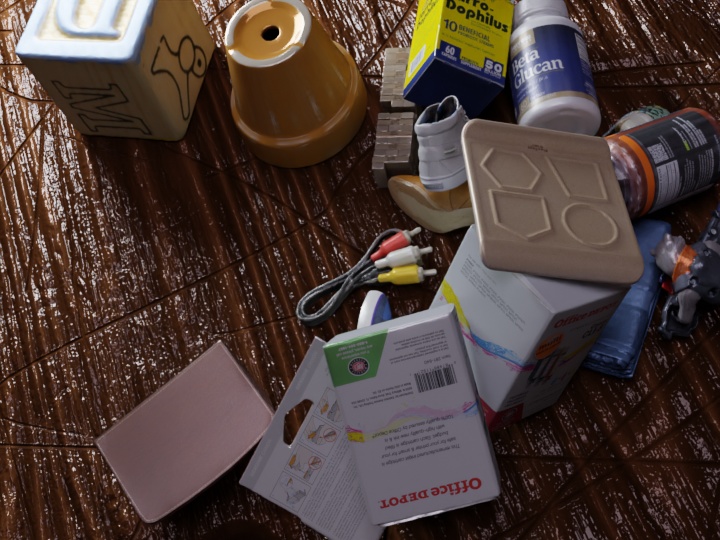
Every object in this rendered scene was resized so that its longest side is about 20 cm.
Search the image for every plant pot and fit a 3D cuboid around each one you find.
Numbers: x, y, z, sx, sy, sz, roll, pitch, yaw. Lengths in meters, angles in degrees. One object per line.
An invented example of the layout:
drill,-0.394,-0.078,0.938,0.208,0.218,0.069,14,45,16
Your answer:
plant pot,-0.105,-0.279,1.423,0.197,0.184,0.203,-6,63,11

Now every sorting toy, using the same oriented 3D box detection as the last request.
sorting toy,0.205,-0.073,1.108,0.182,0.037,0.202,6,52,-11

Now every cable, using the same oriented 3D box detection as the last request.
cable,0.000,0.000,1.332,0.198,0.050,0.098,-20,60,2

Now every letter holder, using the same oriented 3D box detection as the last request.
letter holder,-0.199,0.214,1.249,0.199,0.101,0.142,-39,63,-7

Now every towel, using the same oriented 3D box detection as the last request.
towel,0.309,0.026,1.243,0.110,0.049,0.202,16,70,21

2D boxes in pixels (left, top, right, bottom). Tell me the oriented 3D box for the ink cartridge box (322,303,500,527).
ink cartridge box,0.058,0.154,1.090,0.143,0.084,0.203,-15,92,9

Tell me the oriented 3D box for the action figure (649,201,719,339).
action figure,0.439,-0.004,1.187,0.191,0.105,0.202,21,75,5

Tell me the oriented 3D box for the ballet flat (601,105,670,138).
ballet flat,0.335,-0.156,1.317,0.200,0.074,0.074,-45,62,-10

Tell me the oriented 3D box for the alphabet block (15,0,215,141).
alphabet block,-0.356,-0.331,1.505,0.194,0.201,0.198,8,65,17

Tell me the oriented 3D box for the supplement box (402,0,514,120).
supplement box,0.140,-0.327,1.402,0.108,0.110,0.202,18,63,-16

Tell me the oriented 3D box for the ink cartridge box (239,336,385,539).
ink cartridge box,-0.018,0.202,1.170,0.175,0.045,0.202,29,97,6

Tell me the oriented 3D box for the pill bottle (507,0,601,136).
pill bottle,0.255,-0.271,1.370,0.109,0.111,0.203,-10,62,9

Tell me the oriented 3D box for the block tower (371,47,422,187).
block tower,0.056,-0.217,1.426,0.057,0.054,0.203,1,65,15

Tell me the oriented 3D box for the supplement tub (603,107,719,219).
supplement tub,0.349,-0.125,1.242,0.198,0.108,0.107,-20,58,-22

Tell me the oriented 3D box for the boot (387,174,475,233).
boot,0.150,-0.114,1.353,0.200,0.071,0.144,27,60,33

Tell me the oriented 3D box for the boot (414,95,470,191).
boot,0.134,-0.182,1.314,0.073,0.097,0.200,2,26,31

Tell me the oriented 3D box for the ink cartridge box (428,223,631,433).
ink cartridge box,0.177,0.055,1.151,0.144,0.201,0.145,-14,50,-39

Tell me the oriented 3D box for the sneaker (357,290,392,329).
sneaker,0.065,0.124,1.245,0.144,0.081,0.202,4,62,7
